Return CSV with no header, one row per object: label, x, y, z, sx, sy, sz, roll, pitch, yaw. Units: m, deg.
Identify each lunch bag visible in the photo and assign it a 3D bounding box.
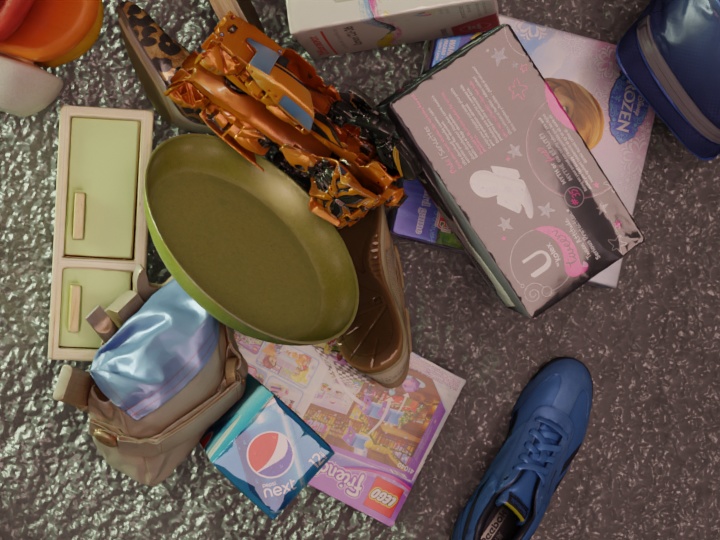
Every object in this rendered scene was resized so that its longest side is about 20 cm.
lunch bag,0.305,-0.193,1.583,0.136,0.132,0.200,52,44,-5

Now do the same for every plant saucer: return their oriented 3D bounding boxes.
plant saucer,-0.089,-0.018,1.482,0.200,0.200,0.031,42,122,-7

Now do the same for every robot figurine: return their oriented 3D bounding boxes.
robot figurine,-0.049,-0.106,1.491,0.200,0.145,0.058,38,62,-10

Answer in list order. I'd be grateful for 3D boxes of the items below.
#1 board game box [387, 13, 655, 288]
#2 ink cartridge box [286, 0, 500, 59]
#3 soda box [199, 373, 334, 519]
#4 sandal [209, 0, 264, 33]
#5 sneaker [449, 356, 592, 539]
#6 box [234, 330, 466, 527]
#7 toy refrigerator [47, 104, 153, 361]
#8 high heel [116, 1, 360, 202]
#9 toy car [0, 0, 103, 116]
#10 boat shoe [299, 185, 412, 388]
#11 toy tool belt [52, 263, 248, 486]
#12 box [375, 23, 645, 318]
board game box,0.138,-0.104,1.621,0.198,0.041,0.201,13,88,-9
ink cartridge box,0.006,-0.217,1.540,0.199,0.116,0.068,-8,84,7
soda box,-0.076,0.130,1.469,0.064,0.200,0.068,43,85,-7
sandal,-0.154,-0.262,1.558,0.069,0.078,0.212,-27,84,12
sneaker,0.142,0.165,1.606,0.066,0.078,0.201,30,84,-6
box,-0.032,0.104,1.597,0.199,0.039,0.137,28,86,-8
toy refrigerator,-0.208,-0.029,1.554,0.075,0.070,0.201,3,90,-9
high heel,-0.097,-0.161,1.575,0.142,0.071,0.200,-36,99,-12
toy car,-0.295,-0.222,1.498,0.199,0.150,0.176,16,88,-8
boat shoe,0.000,0.000,1.574,0.072,0.065,0.201,-19,63,9
toy tool belt,-0.144,0.054,1.476,0.200,0.125,0.123,-52,134,-22
box,0.112,-0.077,1.529,0.114,0.132,0.200,-33,95,-4
